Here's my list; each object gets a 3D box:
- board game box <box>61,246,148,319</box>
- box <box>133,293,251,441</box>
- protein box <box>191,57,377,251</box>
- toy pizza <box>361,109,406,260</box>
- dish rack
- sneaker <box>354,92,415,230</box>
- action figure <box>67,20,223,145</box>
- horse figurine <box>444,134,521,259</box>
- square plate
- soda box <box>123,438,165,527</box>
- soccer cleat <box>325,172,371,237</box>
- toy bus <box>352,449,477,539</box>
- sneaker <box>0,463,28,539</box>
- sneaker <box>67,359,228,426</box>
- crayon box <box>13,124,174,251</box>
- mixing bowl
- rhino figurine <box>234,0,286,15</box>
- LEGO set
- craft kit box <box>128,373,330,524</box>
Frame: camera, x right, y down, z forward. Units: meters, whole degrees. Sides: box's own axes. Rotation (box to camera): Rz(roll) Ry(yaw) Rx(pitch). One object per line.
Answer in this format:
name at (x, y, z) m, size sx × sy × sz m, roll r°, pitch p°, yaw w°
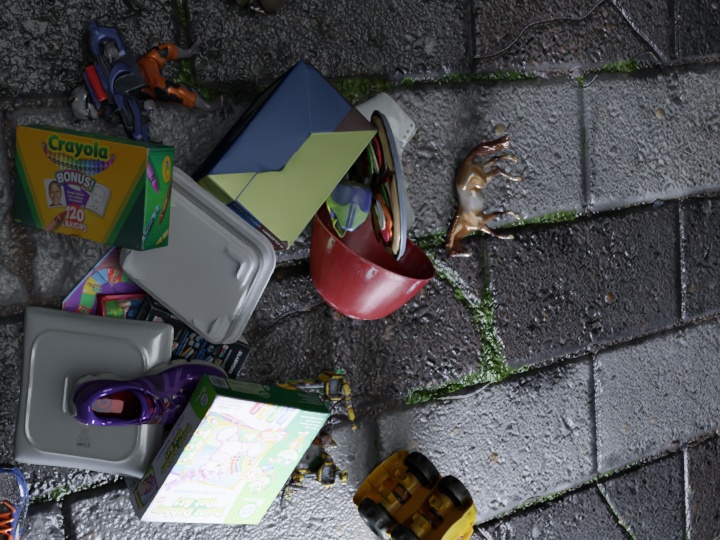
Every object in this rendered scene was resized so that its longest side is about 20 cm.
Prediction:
board game box at (-0.298, 0.052, 1.176) m, size 0.201 × 0.039 × 0.158 m, roll -50°, pitch 117°, yaw -17°
box at (-0.260, 0.155, 1.180) m, size 0.157 × 0.046 × 0.203 m, roll 25°, pitch 97°, yaw -31°
protein box at (-0.115, -0.141, 1.161) m, size 0.135 × 0.199 × 0.200 m, roll 41°, pitch 74°, yaw -16°
toy pizza at (0.026, -0.113, 1.190) m, size 0.031 × 0.200 × 0.205 m, roll -9°, pitch 101°, yaw -7°
dish rack at (-0.213, -0.013, 1.092) m, size 0.173 × 0.198 × 0.043 m, roll -59°, pitch 169°, yaw 28°
sneaker at (0.054, -0.170, 1.334) m, size 0.115 × 0.073 × 0.203 m, roll -34°, pitch 102°, yaw -22°
action figure at (-0.277, -0.214, 1.129) m, size 0.190 × 0.105 × 0.204 m, roll -13°, pitch 78°, yaw -24°
horse figurine at (0.200, -0.123, 1.443) m, size 0.129 × 0.050 × 0.205 m, roll -2°, pitch 105°, yaw -13°
square plate at (-0.343, 0.157, 1.110) m, size 0.195 × 0.028 × 0.203 m, roll 7°, pitch 92°, yaw 4°
soda box at (-0.215, 0.245, 1.173) m, size 0.198 × 0.064 × 0.069 m, roll -35°, pitch 122°, yaw -11°
soccer cleat at (-0.027, -0.089, 1.211) m, size 0.063 × 0.200 × 0.086 m, roll 12°, pitch 92°, yaw -8°
toy bus at (0.106, 0.410, 1.373) m, size 0.135 × 0.199 × 0.194 m, roll -38°, pitch 120°, yaw -20°
sneaker at (-0.454, 0.343, 1.094) m, size 0.074 × 0.078 × 0.205 m, roll 8°, pitch 91°, yaw -31°
sneaker at (-0.247, 0.160, 1.057) m, size 0.196 × 0.083 × 0.083 m, roll -7°, pitch 99°, yaw -30°
crayon box at (-0.321, -0.102, 1.054) m, size 0.058 × 0.196 × 0.122 m, roll -20°, pitch 119°, yaw -66°
mixing bowl at (0.000, 0.000, 1.281) m, size 0.197 × 0.201 × 0.110 m, roll 18°, pitch 112°, yaw -31°
rhino figurine at (-0.118, -0.451, 1.217) m, size 0.087 × 0.059 × 0.204 m, roll 24°, pitch 82°, yaw -50°
LEGO set at (-0.068, 0.244, 1.289) m, size 0.151 × 0.115 × 0.205 m, roll 12°, pitch 90°, yaw -31°
craft kit box at (-0.163, 0.234, 1.116) m, size 0.198 × 0.049 × 0.199 m, roll 17°, pitch 114°, yaw -45°
